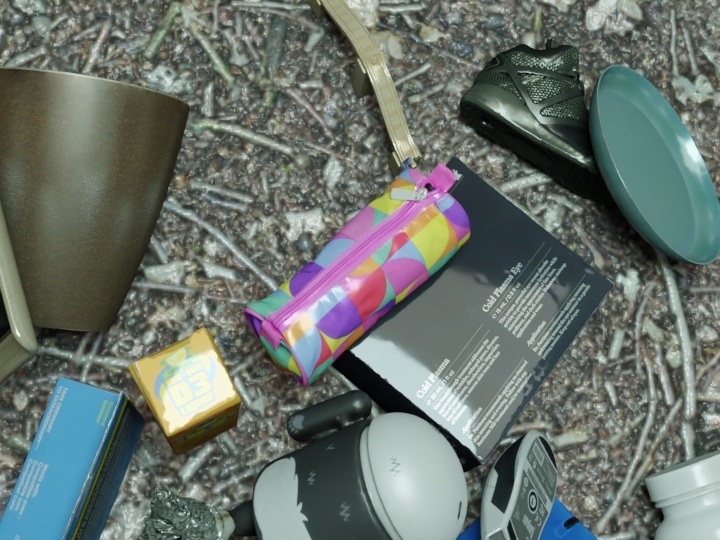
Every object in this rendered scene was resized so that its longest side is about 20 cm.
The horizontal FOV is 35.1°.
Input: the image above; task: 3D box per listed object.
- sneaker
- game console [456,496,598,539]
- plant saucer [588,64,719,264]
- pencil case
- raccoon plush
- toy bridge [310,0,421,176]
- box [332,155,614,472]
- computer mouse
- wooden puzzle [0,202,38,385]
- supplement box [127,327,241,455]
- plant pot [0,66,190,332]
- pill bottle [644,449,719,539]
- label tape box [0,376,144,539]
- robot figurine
[{"bbox_3d":[0.203,-0.145,1.080,0.198,0.076,0.115,34,77,4],"label":"sneaker"},{"bbox_3d":[0.139,0.320,0.990,0.199,0.119,0.171,-37,52,-13],"label":"game console"},{"bbox_3d":[0.268,-0.094,1.048,0.199,0.027,0.203,28,48,-37],"label":"plant saucer"},{"bbox_3d":[0.000,0.000,0.914,0.200,0.088,0.088,-44,84,-13],"label":"pencil case"},{"bbox_3d":[-0.174,0.263,0.891,0.096,0.135,0.200,32,63,18],"label":"raccoon plush"},{"bbox_3d":[0.008,-0.185,1.073,0.027,0.067,0.202,-24,79,-11],"label":"toy bridge"},{"bbox_3d":[0.087,0.041,1.007,0.182,0.104,0.201,39,75,4],"label":"box"},{"bbox_3d":[0.118,0.221,0.948,0.110,0.043,0.201,59,40,-29],"label":"computer mouse"},{"bbox_3d":[-0.321,0.004,0.925,0.037,0.200,0.188,-11,76,-33],"label":"wooden puzzle"},{"bbox_3d":[-0.139,0.102,0.918,0.066,0.200,0.069,-26,80,-11],"label":"supplement box"},{"bbox_3d":[-0.248,-0.053,0.971,0.184,0.187,0.203,7,90,-4],"label":"plant pot"},{"bbox_3d":[0.320,0.262,0.977,0.107,0.109,0.203,-17,79,-10],"label":"pill bottle"},{"bbox_3d":[-0.231,0.163,0.893,0.062,0.200,0.146,20,75,-1],"label":"label tape box"},{"bbox_3d":[-0.008,0.196,0.934,0.198,0.125,0.151,-26,108,18],"label":"robot figurine"}]
